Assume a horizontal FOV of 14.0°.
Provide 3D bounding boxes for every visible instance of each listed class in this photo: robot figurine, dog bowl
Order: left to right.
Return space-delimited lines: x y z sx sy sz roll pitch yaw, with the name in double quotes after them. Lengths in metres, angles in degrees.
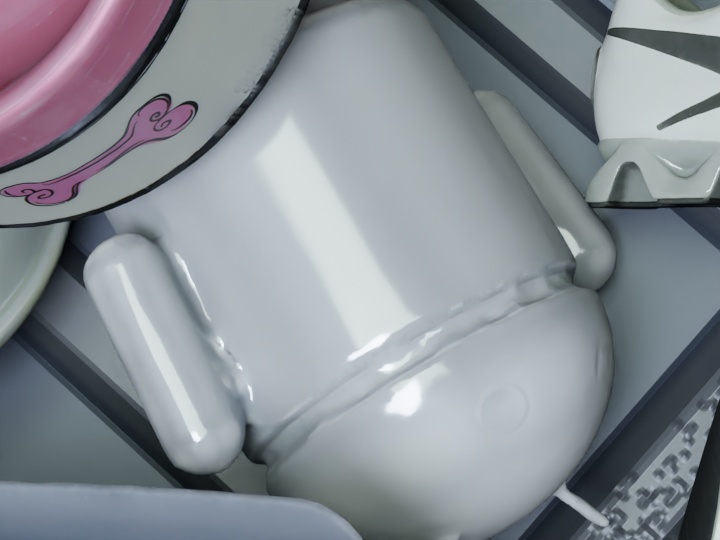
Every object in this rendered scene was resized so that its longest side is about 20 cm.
-0.111 -0.111 0.785 0.200 0.074 0.201 0 91 23 "dog bowl"
0.000 0.000 0.861 0.169 0.113 0.200 -24 77 -30 "robot figurine"

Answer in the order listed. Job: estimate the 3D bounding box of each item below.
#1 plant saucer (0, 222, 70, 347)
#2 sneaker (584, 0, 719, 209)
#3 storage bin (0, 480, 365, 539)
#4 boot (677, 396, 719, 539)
-0.180 -0.049 0.875 0.200 0.050 0.201 8 58 -12 "plant saucer"
0.160 -0.061 0.847 0.199 0.074 0.089 1 89 21 "sneaker"
-0.054 0.142 0.814 0.200 0.134 0.146 0 77 30 "storage bin"
0.162 0.068 0.790 0.144 0.200 0.073 20 107 9 "boot"
